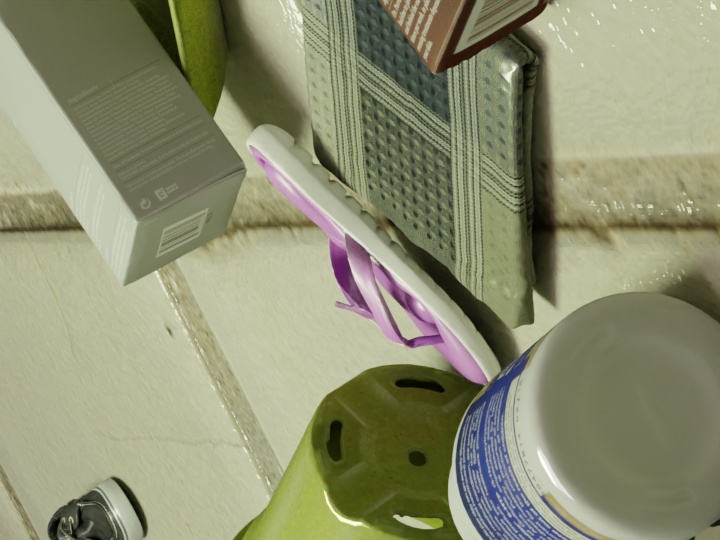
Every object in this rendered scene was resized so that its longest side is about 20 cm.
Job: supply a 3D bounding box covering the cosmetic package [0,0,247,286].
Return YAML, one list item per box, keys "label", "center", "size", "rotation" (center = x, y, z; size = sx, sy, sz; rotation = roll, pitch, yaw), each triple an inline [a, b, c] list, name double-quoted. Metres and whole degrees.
- label: "cosmetic package"
  center: [-0.163, -0.104, 1.482]
  size: [0.200, 0.090, 0.107]
  rotation: [58, 160, 13]

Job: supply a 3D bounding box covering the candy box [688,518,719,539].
- label: "candy box"
  center: [0.145, 0.173, 1.102]
  size: [0.061, 0.200, 0.137]
  rotation: [52, 158, 17]

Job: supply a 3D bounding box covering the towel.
- label: "towel"
  center: [0.033, -0.089, 1.268]
  size: [0.192, 0.034, 0.201]
  rotation: [42, 151, 34]

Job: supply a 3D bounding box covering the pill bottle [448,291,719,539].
- label: "pill bottle"
  center: [0.111, 0.092, 1.188]
  size: [0.120, 0.119, 0.200]
  rotation: [57, 159, 7]

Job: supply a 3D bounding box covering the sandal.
- label: "sandal"
  center: [0.000, 0.001, 1.382]
  size: [0.203, 0.050, 0.082]
  rotation: [47, 176, 6]

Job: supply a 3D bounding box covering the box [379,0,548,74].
- label: "box"
  center: [0.014, -0.202, 1.093]
  size: [0.200, 0.075, 0.100]
  rotation: [54, 159, 12]

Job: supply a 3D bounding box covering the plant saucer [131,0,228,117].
- label: "plant saucer"
  center: [-0.147, -0.209, 1.490]
  size: [0.200, 0.048, 0.201]
  rotation: [43, 153, 38]

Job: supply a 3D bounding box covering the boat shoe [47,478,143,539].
- label: "boat shoe"
  center: [-0.270, 0.251, 2.365]
  size: [0.070, 0.066, 0.200]
  rotation: [62, 160, -5]

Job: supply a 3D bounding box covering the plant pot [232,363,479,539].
- label: "plant pot"
  center: [0.018, 0.161, 1.438]
  size: [0.200, 0.200, 0.185]
  rotation: [48, 145, 28]
